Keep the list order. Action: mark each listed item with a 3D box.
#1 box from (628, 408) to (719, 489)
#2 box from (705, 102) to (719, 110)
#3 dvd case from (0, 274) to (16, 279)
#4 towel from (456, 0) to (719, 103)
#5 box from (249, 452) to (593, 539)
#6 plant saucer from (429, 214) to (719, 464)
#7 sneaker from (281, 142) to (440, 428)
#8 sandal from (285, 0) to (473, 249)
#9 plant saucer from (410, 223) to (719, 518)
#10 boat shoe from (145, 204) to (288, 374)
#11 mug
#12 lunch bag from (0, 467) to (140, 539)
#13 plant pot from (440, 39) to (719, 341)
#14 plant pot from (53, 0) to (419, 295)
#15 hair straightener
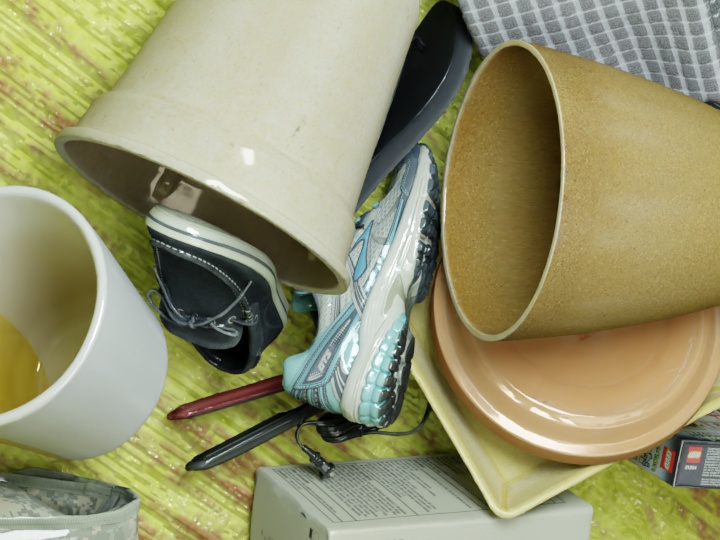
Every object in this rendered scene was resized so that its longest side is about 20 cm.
[{"bbox_3d":[0.281,0.126,1.757,0.199,0.110,0.035,5,102,-26],"label":"box"},{"bbox_3d":[0.312,-0.077,1.678,0.200,0.164,0.086,-49,152,-7],"label":"box"},{"bbox_3d":[-0.296,-0.072,1.477,0.145,0.022,0.201,-18,110,-21],"label":"dvd case"},{"bbox_3d":[0.148,-0.180,1.563,0.165,0.086,0.200,-12,135,14],"label":"towel"},{"bbox_3d":[0.038,0.195,1.648,0.199,0.128,0.110,-2,106,-25],"label":"box"},{"bbox_3d":[0.146,0.028,1.620,0.199,0.032,0.201,3,67,-7],"label":"plant saucer"},{"bbox_3d":[0.000,0.000,1.589,0.086,0.078,0.201,10,63,10],"label":"sneaker"},{"bbox_3d":[0.004,-0.094,1.584,0.043,0.076,0.201,38,86,-28],"label":"sandal"},{"bbox_3d":[0.124,0.048,1.652,0.199,0.048,0.201,-26,73,-17],"label":"plant saucer"},{"bbox_3d":[-0.092,0.015,1.519,0.062,0.074,0.200,-62,163,-13],"label":"boat shoe"},{"bbox_3d":[-0.207,0.043,1.489,0.153,0.186,0.150,44,56,-62],"label":"mug"},{"bbox_3d":[-0.237,0.213,1.527,0.199,0.118,0.165,2,102,-21],"label":"lunch bag"},{"bbox_3d":[0.177,-0.042,1.547,0.199,0.186,0.188,4,102,-19],"label":"plant pot"},{"bbox_3d":[-0.057,-0.112,1.499,0.200,0.200,0.184,33,77,-29],"label":"plant pot"},{"bbox_3d":[-0.029,0.100,1.639,0.199,0.041,0.077,-18,91,-27],"label":"hair straightener"}]
